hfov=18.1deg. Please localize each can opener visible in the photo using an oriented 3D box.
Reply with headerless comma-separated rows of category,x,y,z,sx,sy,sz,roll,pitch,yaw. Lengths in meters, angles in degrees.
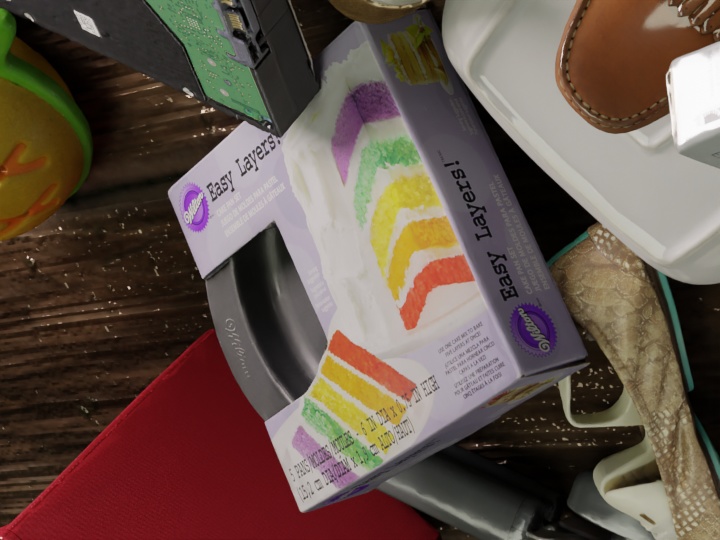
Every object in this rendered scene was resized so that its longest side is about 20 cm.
can opener,0.086,0.109,1.152,0.200,0.053,0.067,24,102,23

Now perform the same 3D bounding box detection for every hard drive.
hard drive,-0.118,-0.147,1.020,0.200,0.038,0.140,27,157,29

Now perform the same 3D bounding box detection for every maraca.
maraca,-0.213,-0.083,1.163,0.137,0.107,0.200,-6,149,7

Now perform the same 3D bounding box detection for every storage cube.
storage cube,-0.094,0.177,1.227,0.200,0.180,0.171,41,144,4

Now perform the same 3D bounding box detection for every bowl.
bowl,0.133,-0.090,0.931,0.200,0.075,0.200,44,139,-1

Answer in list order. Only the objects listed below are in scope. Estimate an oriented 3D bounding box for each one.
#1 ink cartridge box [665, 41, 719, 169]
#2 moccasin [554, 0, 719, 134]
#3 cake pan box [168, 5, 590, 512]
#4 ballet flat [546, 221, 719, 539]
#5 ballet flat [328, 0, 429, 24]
ink cartridge box,0.245,-0.064,0.784,0.200,0.199,0.041,-22,64,42
moccasin,0.150,-0.128,0.815,0.201,0.078,0.074,-39,92,12
cake pan box,0.000,0.000,1.076,0.200,0.052,0.185,-35,73,49
ballet flat,0.132,0.071,1.055,0.065,0.071,0.200,-21,105,3
ballet flat,0.036,-0.152,0.901,0.068,0.072,0.200,35,132,-16
